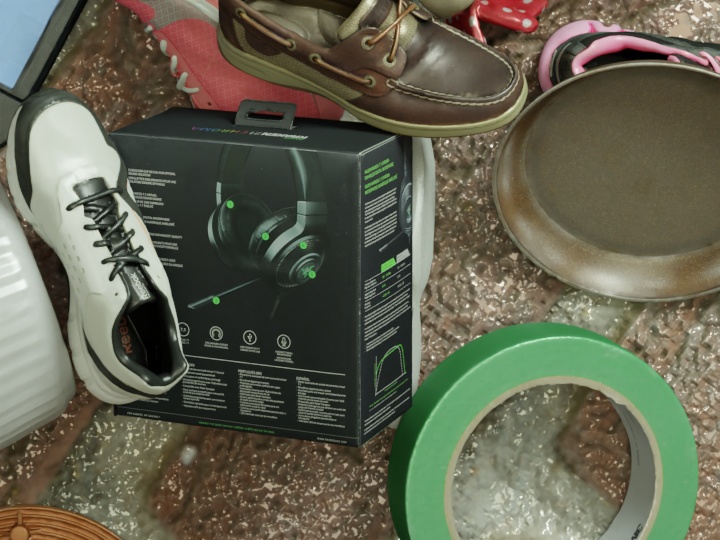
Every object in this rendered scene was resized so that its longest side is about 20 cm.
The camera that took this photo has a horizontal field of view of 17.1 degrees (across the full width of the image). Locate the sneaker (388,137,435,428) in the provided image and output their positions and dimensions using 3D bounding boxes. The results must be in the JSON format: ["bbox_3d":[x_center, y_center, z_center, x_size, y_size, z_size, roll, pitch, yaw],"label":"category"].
[{"bbox_3d":[0.000,0.000,1.558,0.088,0.075,0.201,8,94,10],"label":"sneaker"}]

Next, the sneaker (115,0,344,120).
[{"bbox_3d":[-0.097,-0.138,1.541,0.200,0.074,0.087,27,96,-6],"label":"sneaker"}]

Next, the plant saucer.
[{"bbox_3d":[0.185,-0.062,1.528,0.200,0.032,0.201,3,132,4],"label":"plant saucer"}]

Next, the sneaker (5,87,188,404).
[{"bbox_3d":[-0.150,-0.015,1.428,0.074,0.080,0.201,-26,104,-26],"label":"sneaker"}]

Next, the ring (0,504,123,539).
[{"bbox_3d":[-0.222,0.256,1.588,0.200,0.019,0.201,0,93,-2],"label":"ring"}]

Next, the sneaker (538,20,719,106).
[{"bbox_3d":[0.217,-0.119,1.541,0.199,0.095,0.079,6,90,-2],"label":"sneaker"}]

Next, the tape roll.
[{"bbox_3d":[0.119,0.136,1.551,0.200,0.048,0.201,-3,101,-13],"label":"tape roll"}]

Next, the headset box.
[{"bbox_3d":[-0.062,-0.006,1.496,0.174,0.093,0.201,5,105,22],"label":"headset box"}]

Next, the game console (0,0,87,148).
[{"bbox_3d":[-0.263,-0.200,1.515,0.176,0.116,0.200,29,92,-2],"label":"game console"}]

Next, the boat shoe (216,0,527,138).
[{"bbox_3d":[0.005,-0.140,1.451,0.199,0.072,0.072,20,60,12],"label":"boat shoe"}]

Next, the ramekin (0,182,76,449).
[{"bbox_3d":[-0.249,0.021,1.492,0.094,0.202,0.203,-22,93,-11],"label":"ramekin"}]

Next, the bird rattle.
[{"bbox_3d":[0.032,-0.209,1.508,0.112,0.163,0.201,-21,84,18],"label":"bird rattle"}]
